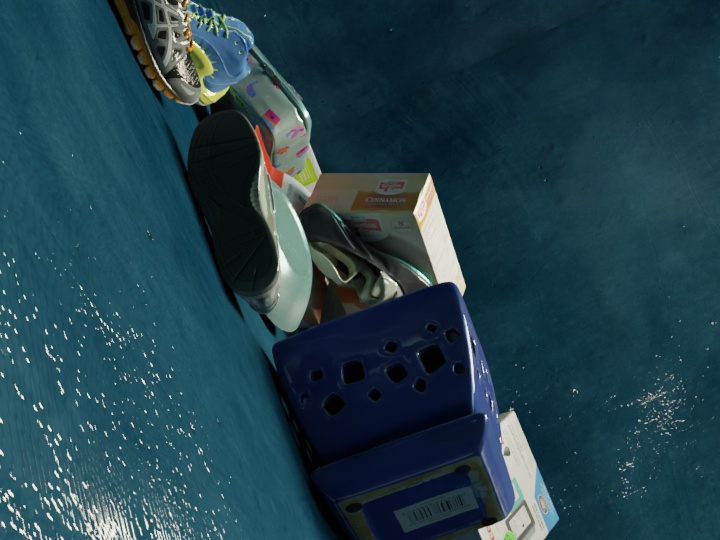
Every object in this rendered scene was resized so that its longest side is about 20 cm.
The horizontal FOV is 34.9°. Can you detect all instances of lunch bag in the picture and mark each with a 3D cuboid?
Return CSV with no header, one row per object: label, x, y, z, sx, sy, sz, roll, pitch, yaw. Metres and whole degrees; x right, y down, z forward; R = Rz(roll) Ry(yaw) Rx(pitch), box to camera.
lunch bag,-0.137,-0.206,1.511,0.161,0.077,0.200,53,-18,13

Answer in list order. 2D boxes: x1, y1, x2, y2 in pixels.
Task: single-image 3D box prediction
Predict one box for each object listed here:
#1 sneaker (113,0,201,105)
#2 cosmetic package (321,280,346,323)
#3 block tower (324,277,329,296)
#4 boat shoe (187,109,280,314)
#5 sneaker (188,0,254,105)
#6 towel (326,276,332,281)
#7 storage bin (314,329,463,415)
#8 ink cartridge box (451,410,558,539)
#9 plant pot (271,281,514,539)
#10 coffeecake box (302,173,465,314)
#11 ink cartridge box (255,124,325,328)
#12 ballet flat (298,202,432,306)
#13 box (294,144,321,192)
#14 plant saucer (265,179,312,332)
sneaker,-0.190,-0.249,1.089,0.079,0.076,0.202,-115,-177,-55
cosmetic package,0.026,0.048,1.652,0.090,0.108,0.199,28,-19,-30
block tower,-0.071,0.037,1.784,0.200,0.057,0.055,62,4,-62
boat shoe,-0.114,-0.058,1.080,0.065,0.073,0.204,78,-6,-64
sneaker,-0.188,-0.290,1.348,0.201,0.104,0.076,67,0,-51
towel,-0.042,-0.034,1.611,0.200,0.018,0.088,-147,-122,-82
storage bin,0.028,0.126,1.368,0.147,0.198,0.134,66,-9,-10
ink cartridge box,0.113,0.280,1.328,0.199,0.145,0.149,-26,92,-60
plant pot,0.044,0.160,1.118,0.201,0.197,0.181,66,6,-49
coffeecake box,0.034,-0.026,1.453,0.201,0.151,0.074,68,35,-41
ink cartridge box,-0.088,-0.056,1.404,0.164,0.049,0.202,-84,163,-46
ballet flat,0.000,0.000,1.385,0.199,0.073,0.073,36,10,-15
box,-0.121,-0.155,1.765,0.102,0.111,0.202,-115,-178,-59
plant saucer,-0.093,-0.034,1.261,0.201,0.038,0.204,-20,91,-77
